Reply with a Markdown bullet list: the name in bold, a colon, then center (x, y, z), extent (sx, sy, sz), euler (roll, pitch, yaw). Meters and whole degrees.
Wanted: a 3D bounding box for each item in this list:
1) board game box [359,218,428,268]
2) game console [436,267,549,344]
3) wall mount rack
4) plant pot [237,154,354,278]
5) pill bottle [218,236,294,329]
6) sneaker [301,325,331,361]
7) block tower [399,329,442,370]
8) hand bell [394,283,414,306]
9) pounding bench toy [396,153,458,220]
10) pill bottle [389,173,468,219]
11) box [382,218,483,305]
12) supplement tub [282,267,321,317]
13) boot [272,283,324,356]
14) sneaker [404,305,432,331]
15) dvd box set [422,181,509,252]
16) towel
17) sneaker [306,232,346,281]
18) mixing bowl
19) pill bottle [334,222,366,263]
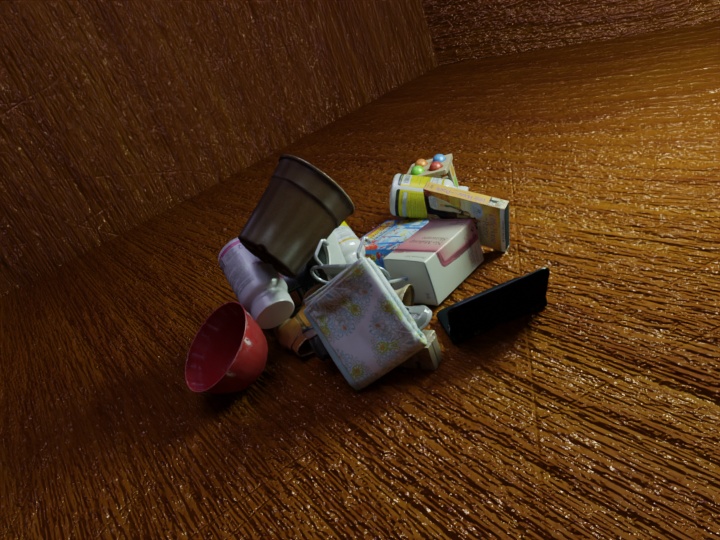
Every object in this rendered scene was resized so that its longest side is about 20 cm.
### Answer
- **board game box**: center (0.094, -0.070, 1.538), extent (0.194, 0.057, 0.199), euler (1, 27, 41)
- **game console**: center (0.244, 0.045, 1.132), extent (0.198, 0.118, 0.176), euler (-22, 25, -1)
- **wall mount rack**: center (0.000, 0.000, 1.238), extent (0.198, 0.174, 0.075), euler (-1, 55, 38)
- **plant pot**: center (-0.148, -0.106, 1.271), extent (0.199, 0.200, 0.199), euler (-55, 34, -12)
- **pill bottle**: center (-0.235, 0.027, 1.352), extent (0.112, 0.114, 0.201), euler (-28, 60, -13)
- **sneaker**: center (-0.039, 0.140, 1.245), extent (0.066, 0.091, 0.199), euler (-28, -8, 35)
- **block tower**: center (0.062, 0.149, 1.150), extent (0.198, 0.058, 0.054), euler (0, 32, 37)
- **hand bell**: center (0.004, 0.063, 1.244), extent (0.197, 0.105, 0.104), euler (10, 36, 21)
- **pounding bench toy**: center (0.176, -0.233, 1.704), extent (0.198, 0.158, 0.125), euler (-11, 26, 24)
- **pill bottle**: center (0.183, -0.191, 1.583), extent (0.197, 0.114, 0.113), euler (9, 33, 13)
- **box**: center (0.166, -0.024, 1.338), extent (0.127, 0.110, 0.200), euler (4, 33, 45)
- **supplement tub**: center (-0.174, 0.049, 1.469), extent (0.198, 0.124, 0.122), euler (-26, 25, -11)
- **boot**: center (-0.096, 0.112, 1.343), extent (0.200, 0.074, 0.154), euler (-41, 28, -13)
- **sneaker**: center (0.037, 0.089, 1.125), extent (0.197, 0.083, 0.075), euler (-10, 27, 23)
- **dvd box set**: center (0.245, -0.123, 1.369), extent (0.198, 0.147, 0.030), euler (19, 59, 27)
- **towel**: center (0.002, 0.097, 1.090), extent (0.171, 0.201, 0.048), euler (-37, -6, 26)
- **sneaker**: center (-0.091, -0.009, 1.389), extent (0.099, 0.203, 0.070), euler (-27, -16, 34)
- **mixing bowl**: center (-0.268, 0.179, 1.260), extent (0.199, 0.108, 0.202), euler (-29, 43, 32)
- **pill bottle**: center (-0.056, -0.060, 1.471), extent (0.103, 0.105, 0.201), euler (-28, 56, -14)
